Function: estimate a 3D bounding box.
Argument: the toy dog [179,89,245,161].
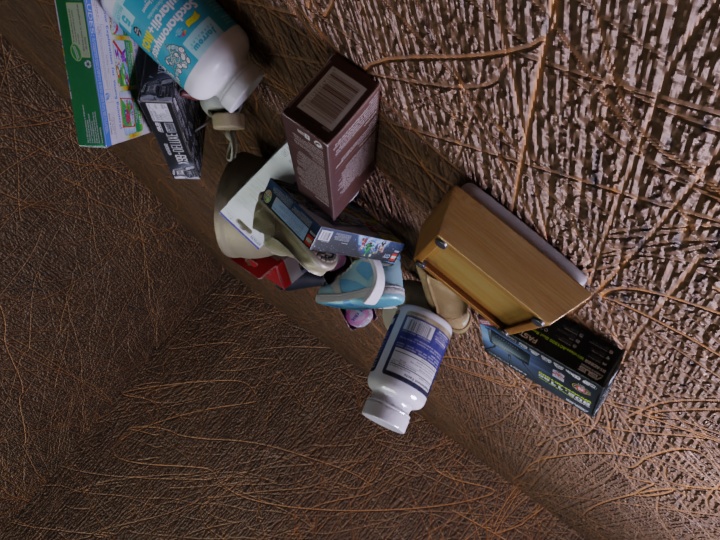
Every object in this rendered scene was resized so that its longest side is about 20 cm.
[{"bbox_3d":[-0.236,-0.263,0.840,0.094,0.135,0.200,0,170,-20],"label":"toy dog"}]

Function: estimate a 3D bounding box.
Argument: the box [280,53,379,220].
[{"bbox_3d":[-0.033,-0.157,0.673,0.074,0.101,0.201,36,164,12],"label":"box"}]

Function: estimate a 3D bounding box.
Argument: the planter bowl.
[{"bbox_3d":[-0.174,-0.115,1.029,0.131,0.204,0.201,10,159,11],"label":"planter bowl"}]

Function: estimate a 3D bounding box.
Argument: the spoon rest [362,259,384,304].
[{"bbox_3d":[-0.023,-0.037,0.887,0.201,0.061,0.099,52,-162,22],"label":"spoon rest"}]

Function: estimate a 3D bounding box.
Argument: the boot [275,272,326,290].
[{"bbox_3d":[-0.072,0.028,1.208,0.167,0.199,0.077,36,125,16],"label":"boot"}]

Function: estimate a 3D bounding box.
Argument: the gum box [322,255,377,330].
[{"bbox_3d":[-0.035,0.011,1.073,0.114,0.065,0.203,-111,-4,-64],"label":"gum box"}]

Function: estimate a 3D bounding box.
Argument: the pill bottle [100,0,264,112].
[{"bbox_3d":[-0.220,-0.303,0.689,0.200,0.111,0.110,43,165,-14],"label":"pill bottle"}]

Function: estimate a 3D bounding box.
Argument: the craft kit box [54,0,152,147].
[{"bbox_3d":[-0.340,-0.291,0.749,0.047,0.205,0.198,4,-159,5],"label":"craft kit box"}]

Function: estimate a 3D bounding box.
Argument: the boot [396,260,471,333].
[{"bbox_3d":[0.116,0.024,0.921,0.172,0.067,0.201,20,160,23],"label":"boot"}]

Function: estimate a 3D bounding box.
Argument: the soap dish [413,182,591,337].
[{"bbox_3d":[0.162,-0.004,0.670,0.199,0.082,0.157,38,166,1],"label":"soap dish"}]

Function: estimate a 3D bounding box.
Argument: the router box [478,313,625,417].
[{"bbox_3d":[0.274,0.120,0.794,0.198,0.062,0.150,32,165,30],"label":"router box"}]

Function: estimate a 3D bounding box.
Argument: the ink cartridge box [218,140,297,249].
[{"bbox_3d":[-0.141,-0.130,0.900,0.099,0.199,0.040,44,-152,-19],"label":"ink cartridge box"}]

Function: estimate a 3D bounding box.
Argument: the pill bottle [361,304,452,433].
[{"bbox_3d":[0.078,0.173,0.941,0.109,0.203,0.111,23,161,8],"label":"pill bottle"}]

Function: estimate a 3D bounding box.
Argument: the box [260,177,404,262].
[{"bbox_3d":[-0.038,-0.073,0.820,0.198,0.038,0.136,8,-152,-50],"label":"box"}]

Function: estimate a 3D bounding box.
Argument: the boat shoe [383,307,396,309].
[{"bbox_3d":[0.057,0.027,1.093,0.068,0.072,0.201,6,151,13],"label":"boat shoe"}]

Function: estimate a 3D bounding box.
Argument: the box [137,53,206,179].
[{"bbox_3d":[-0.292,-0.269,0.858,0.048,0.161,0.201,0,158,-4],"label":"box"}]

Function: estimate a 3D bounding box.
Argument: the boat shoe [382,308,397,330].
[{"bbox_3d":[0.117,0.112,1.168,0.199,0.058,0.074,8,106,61],"label":"boat shoe"}]

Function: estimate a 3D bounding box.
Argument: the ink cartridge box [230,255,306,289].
[{"bbox_3d":[-0.160,-0.040,1.131,0.115,0.199,0.068,28,146,37],"label":"ink cartridge box"}]

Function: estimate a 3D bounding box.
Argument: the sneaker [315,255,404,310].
[{"bbox_3d":[0.000,0.000,0.961,0.197,0.134,0.079,-8,164,39],"label":"sneaker"}]

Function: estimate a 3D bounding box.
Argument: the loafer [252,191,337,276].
[{"bbox_3d":[-0.105,-0.047,0.823,0.075,0.069,0.200,11,-154,-45],"label":"loafer"}]
